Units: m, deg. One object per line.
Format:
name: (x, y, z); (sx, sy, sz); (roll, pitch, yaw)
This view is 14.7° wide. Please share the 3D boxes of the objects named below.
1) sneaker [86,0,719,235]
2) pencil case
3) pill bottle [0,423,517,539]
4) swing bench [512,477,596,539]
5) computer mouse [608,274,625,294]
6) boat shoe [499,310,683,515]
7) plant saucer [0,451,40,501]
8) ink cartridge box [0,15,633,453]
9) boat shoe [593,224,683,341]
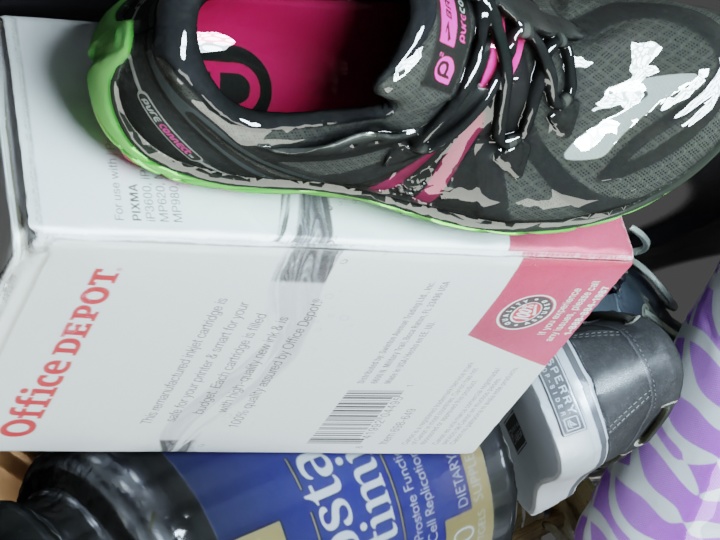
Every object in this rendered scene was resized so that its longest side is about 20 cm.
sneaker: (0.024, -0.053, 0.800); (0.199, 0.077, 0.084); (-2, 171, -16)
pencil case: (0.156, 0.060, 1.113); (0.085, 0.084, 0.200); (23, 126, 0)
pill bottle: (-0.051, 0.096, 0.989); (0.200, 0.112, 0.112); (-21, 179, -35)
swing bench: (0.058, 0.186, 1.238); (0.199, 0.201, 0.130); (-20, 176, -40)
computer mouse: (0.000, 0.000, 1.083); (0.138, 0.053, 0.200); (16, 151, -26)
boat shoe: (0.085, 0.047, 1.079); (0.066, 0.070, 0.200); (-22, 171, -7)
plant saucer: (-0.187, 0.081, 1.065); (0.199, 0.038, 0.200); (17, 153, 9)
ink cartridge box: (-0.036, -0.005, 0.900); (0.199, 0.085, 0.146); (0, 150, -23)
boat shoe: (0.102, 0.024, 1.175); (0.075, 0.062, 0.200); (-1, 151, 44)
